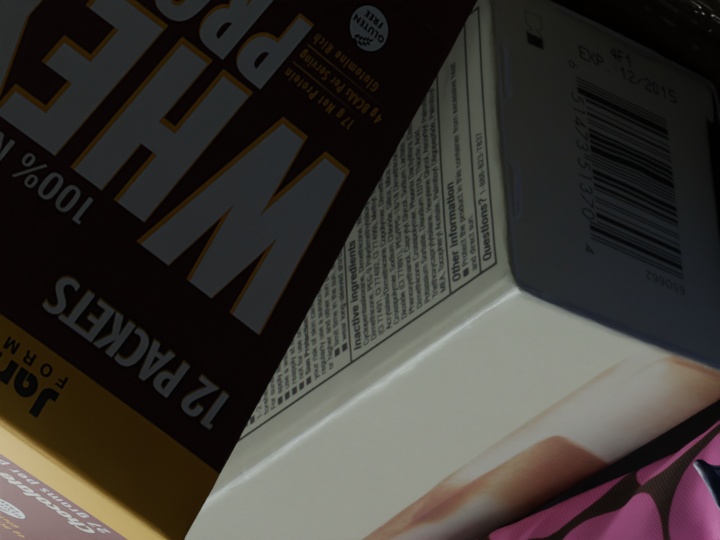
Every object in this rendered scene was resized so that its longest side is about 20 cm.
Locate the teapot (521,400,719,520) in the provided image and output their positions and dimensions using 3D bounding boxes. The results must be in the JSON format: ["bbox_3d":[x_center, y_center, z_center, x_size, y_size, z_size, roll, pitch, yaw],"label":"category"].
[{"bbox_3d":[0.114,0.092,0.930,0.198,0.146,0.200,56,-170,21],"label":"teapot"}]

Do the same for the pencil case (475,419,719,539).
[{"bbox_3d":[0.053,0.109,0.789,0.091,0.094,0.200,33,133,-28],"label":"pencil case"}]

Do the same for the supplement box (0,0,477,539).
[{"bbox_3d":[-0.094,-0.043,0.792,0.133,0.201,0.197,37,158,-22],"label":"supplement box"}]

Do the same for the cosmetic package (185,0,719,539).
[{"bbox_3d":[0.006,0.020,0.825,0.087,0.104,0.200,22,141,-33],"label":"cosmetic package"}]
